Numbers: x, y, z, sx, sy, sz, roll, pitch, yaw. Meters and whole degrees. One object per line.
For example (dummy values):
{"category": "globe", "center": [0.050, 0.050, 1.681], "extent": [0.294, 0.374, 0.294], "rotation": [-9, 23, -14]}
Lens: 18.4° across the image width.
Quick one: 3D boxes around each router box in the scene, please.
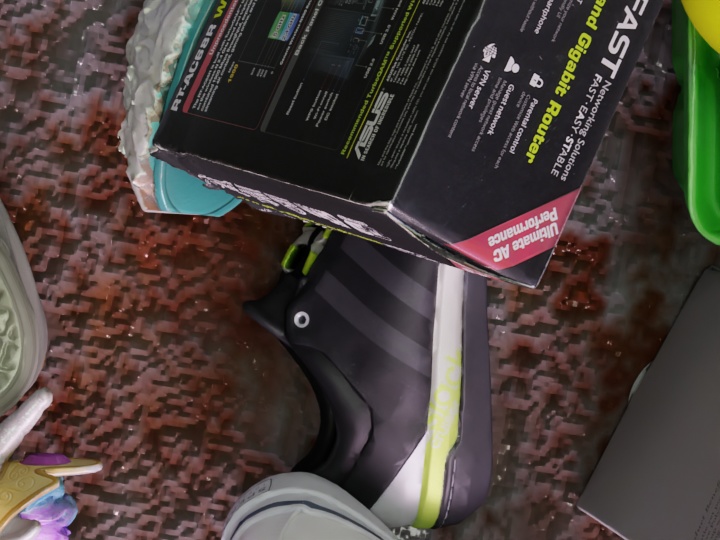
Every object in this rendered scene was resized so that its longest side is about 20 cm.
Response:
{"category": "router box", "center": [0.029, -0.104, 0.690], "extent": [0.062, 0.150, 0.200], "rotation": [27, 85, -34]}

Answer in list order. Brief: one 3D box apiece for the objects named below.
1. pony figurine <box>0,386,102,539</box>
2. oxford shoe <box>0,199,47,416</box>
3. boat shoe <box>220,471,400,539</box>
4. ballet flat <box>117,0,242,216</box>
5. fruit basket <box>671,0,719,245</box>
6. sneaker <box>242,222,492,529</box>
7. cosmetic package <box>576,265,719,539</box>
{"category": "pony figurine", "center": [-0.193, 0.116, 0.703], "extent": [0.200, 0.167, 0.193], "rotation": [10, 98, -3]}
{"category": "oxford shoe", "center": [-0.162, -0.038, 0.765], "extent": [0.075, 0.058, 0.200], "rotation": [-25, 80, 2]}
{"category": "boat shoe", "center": [0.030, 0.150, 0.772], "extent": [0.200, 0.067, 0.074], "rotation": [34, 111, -18]}
{"category": "ballet flat", "center": [-0.038, -0.112, 0.777], "extent": [0.072, 0.072, 0.200], "rotation": [24, 87, -8]}
{"category": "fruit basket", "center": [0.165, -0.108, 0.734], "extent": [0.155, 0.216, 0.216], "rotation": [-1, 92, -10]}
{"category": "sneaker", "center": [0.000, 0.000, 0.778], "extent": [0.083, 0.072, 0.200], "rotation": [-3, 92, -7]}
{"category": "cosmetic package", "center": [0.150, 0.065, 0.737], "extent": [0.085, 0.200, 0.108], "rotation": [29, 90, -7]}
